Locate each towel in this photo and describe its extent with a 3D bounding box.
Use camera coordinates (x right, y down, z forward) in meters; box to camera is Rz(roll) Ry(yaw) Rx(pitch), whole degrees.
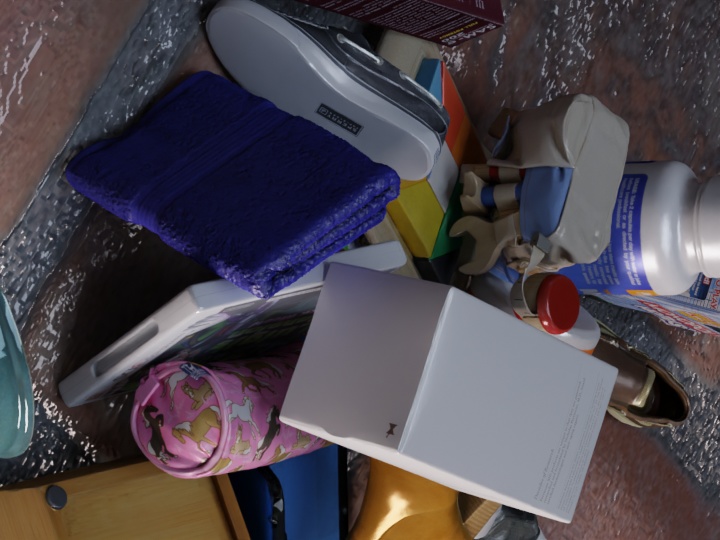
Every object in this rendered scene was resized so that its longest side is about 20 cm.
[{"bbox_3d":[-0.087,-0.057,1.527,0.148,0.200,0.050,-38,139,-29],"label":"towel"}]

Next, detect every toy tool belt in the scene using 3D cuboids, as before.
[{"bbox_3d":[0.131,-0.042,1.739,0.125,0.123,0.201,33,65,-41],"label":"toy tool belt"}]

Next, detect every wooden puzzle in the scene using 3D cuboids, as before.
[{"bbox_3d":[0.053,-0.075,1.736,0.200,0.037,0.186,55,45,-44],"label":"wooden puzzle"}]

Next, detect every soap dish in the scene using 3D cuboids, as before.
[{"bbox_3d":[-0.161,0.207,1.564,0.199,0.081,0.158,-9,75,-45],"label":"soap dish"}]

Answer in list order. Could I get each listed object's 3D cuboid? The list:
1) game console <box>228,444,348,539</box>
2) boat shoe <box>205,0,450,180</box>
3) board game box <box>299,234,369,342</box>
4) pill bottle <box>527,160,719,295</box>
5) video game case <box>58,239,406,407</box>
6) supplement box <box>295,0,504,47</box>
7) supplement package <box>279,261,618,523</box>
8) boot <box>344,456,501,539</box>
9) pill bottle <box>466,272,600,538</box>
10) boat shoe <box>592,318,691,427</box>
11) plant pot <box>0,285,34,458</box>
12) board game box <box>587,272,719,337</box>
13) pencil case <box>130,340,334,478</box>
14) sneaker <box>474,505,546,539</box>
[{"bbox_3d":[-0.040,0.223,1.718,0.118,0.171,0.201,-7,108,-17],"label":"game console"},{"bbox_3d":[-0.020,-0.147,1.626,0.199,0.072,0.068,31,51,-9],"label":"boat shoe"},{"bbox_3d":[0.000,0.000,1.733,0.151,0.036,0.201,-51,132,-37],"label":"board game box"},{"bbox_3d":[0.220,-0.035,1.829,0.112,0.199,0.113,-4,94,-63],"label":"pill bottle"},{"bbox_3d":[-0.091,0.038,1.577,0.199,0.182,0.023,-14,76,-43],"label":"video game case"},{"bbox_3d":[0.020,-0.243,1.657,0.199,0.061,0.109,11,67,-46],"label":"supplement box"},{"bbox_3d":[0.065,0.086,1.544,0.200,0.121,0.120,25,81,-45],"label":"supplement package"},{"bbox_3d":[0.018,0.190,1.700,0.144,0.071,0.201,-46,138,11],"label":"boot"},{"bbox_3d":[0.104,0.110,1.802,0.114,0.114,0.201,8,113,-47],"label":"pill bottle"},{"bbox_3d":[0.232,0.091,1.985,0.202,0.075,0.075,26,82,-46],"label":"boat shoe"},{"bbox_3d":[-0.330,0.061,1.325,0.196,0.200,0.201,-26,119,-30],"label":"plant pot"},{"bbox_3d":[0.288,0.015,1.931,0.200,0.199,0.062,25,83,-46],"label":"board game box"},{"bbox_3d":[-0.080,0.098,1.593,0.200,0.082,0.087,-3,90,-61],"label":"pencil case"},{"bbox_3d":[0.084,0.233,1.883,0.200,0.066,0.091,-27,117,-43],"label":"sneaker"}]
